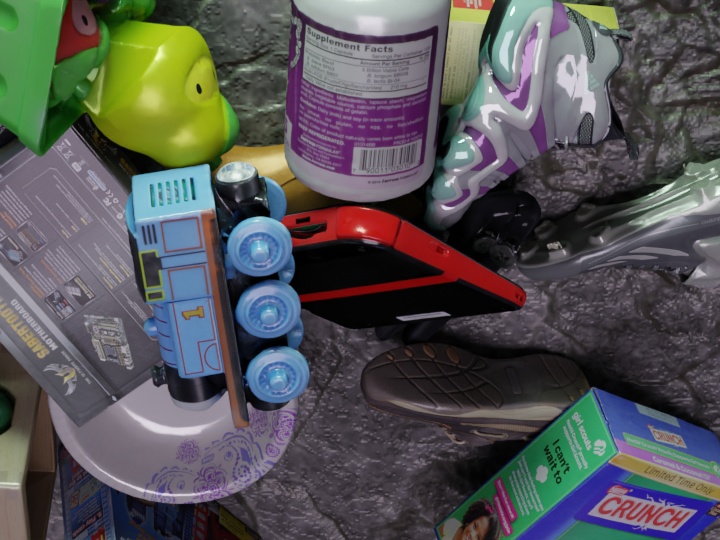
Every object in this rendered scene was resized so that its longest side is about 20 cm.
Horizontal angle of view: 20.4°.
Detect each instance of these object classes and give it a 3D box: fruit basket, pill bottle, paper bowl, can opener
[{"bbox_3d":[-0.169,-0.161,1.392,0.214,0.216,0.156,12,123,-7],"label":"fruit basket"},{"bbox_3d":[0.005,-0.159,1.387,0.111,0.113,0.201,4,123,-2],"label":"pill bottle"},{"bbox_3d":[-0.147,0.080,1.612,0.199,0.105,0.202,0,124,1],"label":"paper bowl"},{"bbox_3d":[0.077,-0.002,1.581,0.063,0.079,0.200,19,131,-16],"label":"can opener"}]

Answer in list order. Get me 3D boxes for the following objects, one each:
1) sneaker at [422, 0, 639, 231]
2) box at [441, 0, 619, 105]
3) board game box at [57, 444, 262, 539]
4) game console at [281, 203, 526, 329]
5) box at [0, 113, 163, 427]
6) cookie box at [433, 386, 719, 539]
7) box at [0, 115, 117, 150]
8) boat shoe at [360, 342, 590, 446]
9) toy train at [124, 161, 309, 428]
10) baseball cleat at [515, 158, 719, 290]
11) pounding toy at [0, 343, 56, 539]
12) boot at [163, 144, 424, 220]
[{"bbox_3d":[0.133,-0.096,1.447,0.139,0.078,0.201,18,124,-11],"label":"sneaker"},{"bbox_3d":[0.088,-0.162,1.480,0.198,0.050,0.076,4,123,-1],"label":"box"},{"bbox_3d":[-0.172,0.251,1.670,0.062,0.200,0.200,-38,115,22],"label":"board game box"},{"bbox_3d":[0.000,0.000,1.506,0.176,0.031,0.199,23,159,-39],"label":"game console"},{"bbox_3d":[-0.209,-0.003,1.480,0.158,0.048,0.200,-34,109,17],"label":"box"},{"bbox_3d":[0.190,0.202,1.676,0.170,0.076,0.200,21,125,-39],"label":"cookie box"},{"bbox_3d":[-0.287,-0.093,1.514,0.141,0.079,0.200,33,118,-24],"label":"box"},{"bbox_3d":[0.092,0.112,1.637,0.198,0.075,0.074,6,132,-17],"label":"boat shoe"},{"bbox_3d":[-0.100,0.018,1.413,0.113,0.087,0.201,-8,121,-2],"label":"toy train"},{"bbox_3d":[0.225,-0.015,1.565,0.199,0.070,0.107,-21,121,15],"label":"baseball cleat"},{"bbox_3d":[-0.329,0.141,1.625,0.141,0.185,0.201,2,132,-1],"label":"pounding toy"},{"bbox_3d":[-0.048,-0.083,1.520,0.143,0.071,0.201,-31,130,26],"label":"boot"}]
